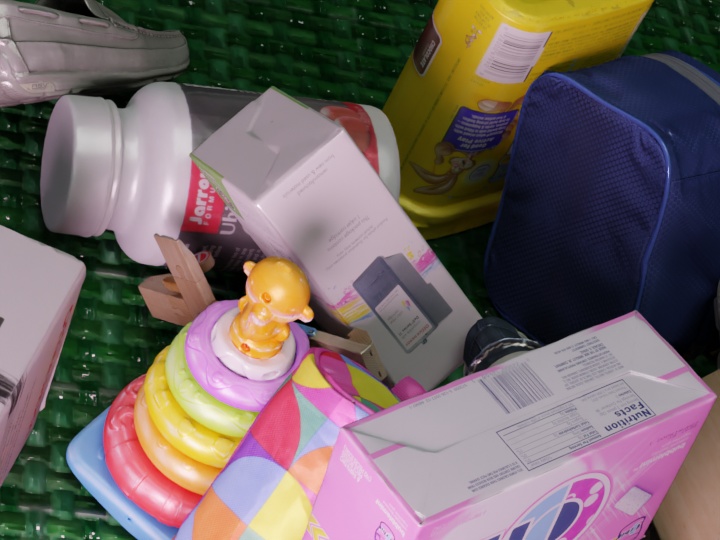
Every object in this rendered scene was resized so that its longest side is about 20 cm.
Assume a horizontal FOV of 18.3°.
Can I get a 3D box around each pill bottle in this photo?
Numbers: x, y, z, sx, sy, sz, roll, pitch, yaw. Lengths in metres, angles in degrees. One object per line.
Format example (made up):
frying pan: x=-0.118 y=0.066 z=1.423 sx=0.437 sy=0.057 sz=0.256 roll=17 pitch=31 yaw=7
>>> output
pill bottle: x=-0.086 y=-0.055 z=1.341 sx=0.200 sy=0.111 sz=0.111 roll=5 pitch=50 yaw=-21

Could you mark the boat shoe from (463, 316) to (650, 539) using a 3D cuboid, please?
boat shoe: x=0.106 y=0.110 z=1.259 sx=0.075 sy=0.200 sz=0.062 roll=-30 pitch=35 yaw=4

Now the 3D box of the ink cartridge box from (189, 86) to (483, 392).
ink cartridge box: x=0.000 y=0.000 z=1.263 sx=0.067 sy=0.200 sz=0.117 roll=-40 pitch=28 yaw=-7

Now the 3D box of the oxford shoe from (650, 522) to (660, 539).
oxford shoe: x=0.154 y=0.118 z=1.327 sx=0.200 sy=0.073 sz=0.071 roll=22 pitch=45 yaw=-6

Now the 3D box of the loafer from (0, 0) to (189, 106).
loafer: x=-0.170 y=-0.141 z=1.368 sx=0.200 sy=0.070 sz=0.070 roll=-15 pitch=96 yaw=-63

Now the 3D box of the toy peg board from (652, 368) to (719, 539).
toy peg board: x=0.274 y=0.136 z=1.221 sx=0.098 sy=0.199 sz=0.200 roll=50 pitch=15 yaw=-46

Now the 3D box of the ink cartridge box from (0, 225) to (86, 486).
ink cartridge box: x=-0.224 y=0.088 z=1.127 sx=0.084 sy=0.146 sz=0.200 roll=24 pitch=44 yaw=-1

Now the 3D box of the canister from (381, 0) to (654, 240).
canister: x=0.091 y=-0.123 z=1.419 sx=0.148 sy=0.200 sz=0.087 roll=-18 pitch=61 yaw=-36

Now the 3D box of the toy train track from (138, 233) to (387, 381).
toy train track: x=-0.052 y=0.027 z=1.251 sx=0.033 sy=0.115 sz=0.200 roll=-40 pitch=34 yaw=-27

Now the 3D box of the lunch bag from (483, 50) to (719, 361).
lunch bag: x=0.176 y=-0.029 z=1.385 sx=0.132 sy=0.200 sz=0.136 roll=-12 pitch=39 yaw=-37

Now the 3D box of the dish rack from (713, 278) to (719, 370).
dish rack: x=0.282 y=0.071 z=1.384 sx=0.200 sy=0.044 sz=0.172 roll=-1 pitch=85 yaw=-47

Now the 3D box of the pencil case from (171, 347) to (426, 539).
pencil case: x=-0.043 y=0.134 z=1.142 sx=0.088 sy=0.200 sz=0.088 roll=37 pitch=9 yaw=-7

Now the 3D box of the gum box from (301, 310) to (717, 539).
gum box: x=0.073 y=0.103 z=1.083 sx=0.200 sy=0.114 sz=0.066 roll=-19 pitch=54 yaw=-33

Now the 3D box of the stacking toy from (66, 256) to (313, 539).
stacking toy: x=-0.068 y=0.057 z=1.188 sx=0.116 sy=0.200 sz=0.110 roll=40 pitch=47 yaw=12

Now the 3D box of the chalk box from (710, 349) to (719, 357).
chalk box: x=0.295 y=-0.047 z=1.504 sx=0.200 sy=0.125 sz=0.124 roll=-18 pitch=61 yaw=-37
